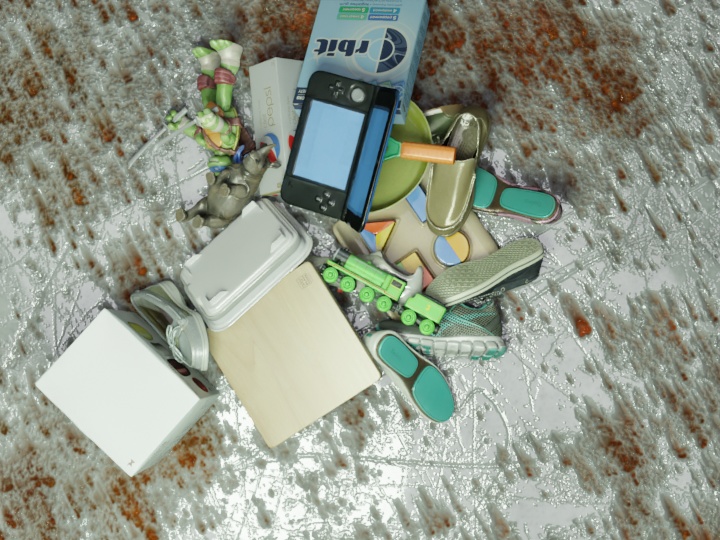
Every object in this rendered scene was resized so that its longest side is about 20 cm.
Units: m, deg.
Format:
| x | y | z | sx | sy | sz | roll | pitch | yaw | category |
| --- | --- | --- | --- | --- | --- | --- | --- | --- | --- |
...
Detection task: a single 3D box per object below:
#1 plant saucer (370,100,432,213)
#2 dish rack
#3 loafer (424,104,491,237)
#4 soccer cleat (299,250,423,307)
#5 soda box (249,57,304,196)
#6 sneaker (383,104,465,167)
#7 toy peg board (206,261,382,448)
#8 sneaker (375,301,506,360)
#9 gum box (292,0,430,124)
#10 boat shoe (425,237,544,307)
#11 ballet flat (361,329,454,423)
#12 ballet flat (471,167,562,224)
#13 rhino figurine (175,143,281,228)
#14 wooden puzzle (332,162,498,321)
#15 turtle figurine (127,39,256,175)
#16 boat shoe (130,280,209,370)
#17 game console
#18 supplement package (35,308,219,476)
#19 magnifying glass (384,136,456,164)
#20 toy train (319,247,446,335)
| x | y | z | sx | sy | sz | roll | pitch | yaw | category |
| --- | --- | --- | --- | --- | --- | --- | --- | --- | --- |
| 0.012 | -0.174 | 1.712 | 0.198 | 0.031 | 0.202 | -4 | 73 | 13 | plant saucer |
| -0.179 | -0.018 | 1.708 | 0.200 | 0.172 | 0.044 | -43 | 131 | -1 | dish rack |
| 0.136 | -0.149 | 1.693 | 0.075 | 0.067 | 0.202 | 14 | 93 | 20 | loafer |
| 0.000 | 0.000 | 1.724 | 0.198 | 0.069 | 0.078 | 17 | 102 | 10 | soccer cleat |
| -0.118 | -0.217 | 1.751 | 0.068 | 0.063 | 0.202 | -9 | 85 | 45 | soda box |
| 0.075 | -0.182 | 1.752 | 0.198 | 0.067 | 0.091 | -15 | 75 | 7 | sneaker |
| -0.095 | 0.121 | 1.711 | 0.198 | 0.098 | 0.201 | -33 | 87 | 9 | toy peg board |
| 0.123 | 0.082 | 1.746 | 0.198 | 0.078 | 0.092 | 5 | 70 | -2 | sneaker |
| 0.003 | -0.319 | 1.726 | 0.168 | 0.045 | 0.202 | 5 | 65 | 17 | gum box |
| 0.190 | 0.016 | 1.727 | 0.199 | 0.075 | 0.063 | -24 | 128 | -16 | boat shoe |
| 0.070 | 0.152 | 1.722 | 0.069 | 0.069 | 0.200 | -44 | 122 | -2 | ballet flat |
| 0.211 | -0.107 | 1.740 | 0.198 | 0.071 | 0.070 | 18 | 77 | 20 | ballet flat |
| -0.187 | -0.129 | 1.716 | 0.200 | 0.087 | 0.060 | -42 | 73 | 31 | rhino figurine |
| 0.085 | -0.048 | 1.758 | 0.199 | 0.046 | 0.186 | -34 | 86 | -2 | wooden puzzle |
| -0.250 | -0.247 | 1.730 | 0.198 | 0.144 | 0.196 | 6 | 82 | -2 | turtle figurine |
| -0.276 | 0.083 | 1.691 | 0.064 | 0.202 | 0.075 | -12 | 128 | -27 | boat shoe |
| -0.032 | -0.171 | 1.614 | 0.169 | 0.118 | 0.202 | 18 | 97 | 16 | game console |
| -0.331 | 0.172 | 1.673 | 0.191 | 0.200 | 0.147 | 43 | 88 | 3 | supplement package |
| 0.040 | -0.178 | 1.670 | 0.198 | 0.022 | 0.080 | 8 | 96 | 14 | magnifying glass |
| 0.035 | 0.029 | 1.670 | 0.199 | 0.042 | 0.057 | 29 | 91 | 6 | toy train |
